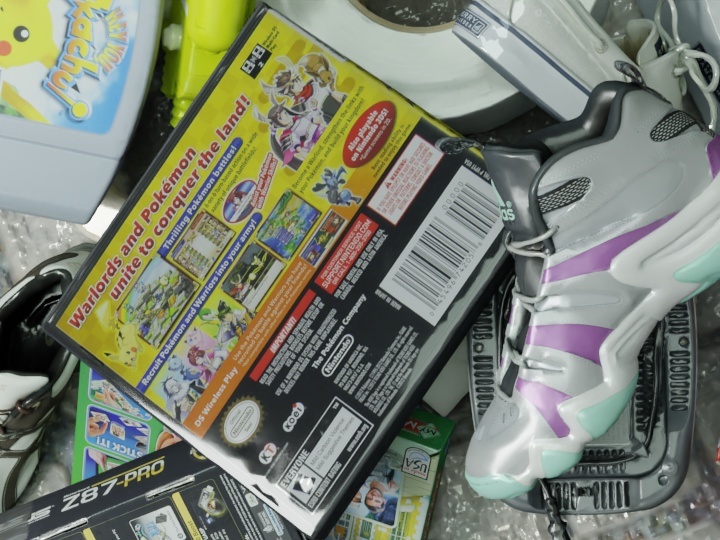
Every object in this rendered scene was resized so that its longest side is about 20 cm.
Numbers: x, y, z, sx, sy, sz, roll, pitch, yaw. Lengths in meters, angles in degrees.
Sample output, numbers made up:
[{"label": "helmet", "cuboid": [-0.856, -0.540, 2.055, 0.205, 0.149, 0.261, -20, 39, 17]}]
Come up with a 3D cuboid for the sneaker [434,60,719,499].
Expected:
[{"label": "sneaker", "cuboid": [0.079, -0.006, 0.958, 0.140, 0.078, 0.200, 39, 87, -16]}]

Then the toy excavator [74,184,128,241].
[{"label": "toy excavator", "cuboid": [-0.173, -0.080, 1.167, 0.193, 0.100, 0.201, -11, 98, 8]}]

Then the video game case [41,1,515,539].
[{"label": "video game case", "cuboid": [-0.033, -0.002, 1.029, 0.180, 0.025, 0.200, 35, 93, 18]}]

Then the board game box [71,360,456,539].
[{"label": "board game box", "cuboid": [-0.057, 0.104, 1.116, 0.199, 0.029, 0.135, 18, 128, 11]}]

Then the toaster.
[{"label": "toaster", "cuboid": [0.118, 0.045, 1.074, 0.113, 0.129, 0.201, -3, 89, 11]}]

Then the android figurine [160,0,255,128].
[{"label": "android figurine", "cuboid": [-0.082, -0.174, 1.114, 0.041, 0.182, 0.201, 4, 119, -15]}]

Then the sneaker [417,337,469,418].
[{"label": "sneaker", "cuboid": [0.001, 0.001, 1.122, 0.115, 0.081, 0.199, -46, 102, -6]}]

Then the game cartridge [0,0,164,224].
[{"label": "game cartridge", "cuboid": [-0.171, -0.128, 1.092, 0.133, 0.040, 0.201, 10, 103, -8]}]

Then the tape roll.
[{"label": "tape roll", "cuboid": [0.038, -0.176, 1.138, 0.201, 0.071, 0.204, -1, 86, 10]}]

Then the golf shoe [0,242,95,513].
[{"label": "golf shoe", "cuboid": [-0.204, 0.070, 1.151, 0.078, 0.094, 0.201, 32, 93, 9]}]

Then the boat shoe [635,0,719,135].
[{"label": "boat shoe", "cuboid": [0.204, -0.135, 1.115, 0.070, 0.071, 0.201, -22, 80, -25]}]

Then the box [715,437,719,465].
[{"label": "box", "cuboid": [0.232, 0.057, 1.022, 0.095, 0.200, 0.100, 15, 89, 12]}]

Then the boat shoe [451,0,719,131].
[{"label": "boat shoe", "cuboid": [0.141, -0.100, 1.075, 0.202, 0.075, 0.086, 35, 94, -27]}]

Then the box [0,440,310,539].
[{"label": "box", "cuboid": [-0.084, 0.191, 1.099, 0.161, 0.049, 0.201, -23, 113, 6]}]
